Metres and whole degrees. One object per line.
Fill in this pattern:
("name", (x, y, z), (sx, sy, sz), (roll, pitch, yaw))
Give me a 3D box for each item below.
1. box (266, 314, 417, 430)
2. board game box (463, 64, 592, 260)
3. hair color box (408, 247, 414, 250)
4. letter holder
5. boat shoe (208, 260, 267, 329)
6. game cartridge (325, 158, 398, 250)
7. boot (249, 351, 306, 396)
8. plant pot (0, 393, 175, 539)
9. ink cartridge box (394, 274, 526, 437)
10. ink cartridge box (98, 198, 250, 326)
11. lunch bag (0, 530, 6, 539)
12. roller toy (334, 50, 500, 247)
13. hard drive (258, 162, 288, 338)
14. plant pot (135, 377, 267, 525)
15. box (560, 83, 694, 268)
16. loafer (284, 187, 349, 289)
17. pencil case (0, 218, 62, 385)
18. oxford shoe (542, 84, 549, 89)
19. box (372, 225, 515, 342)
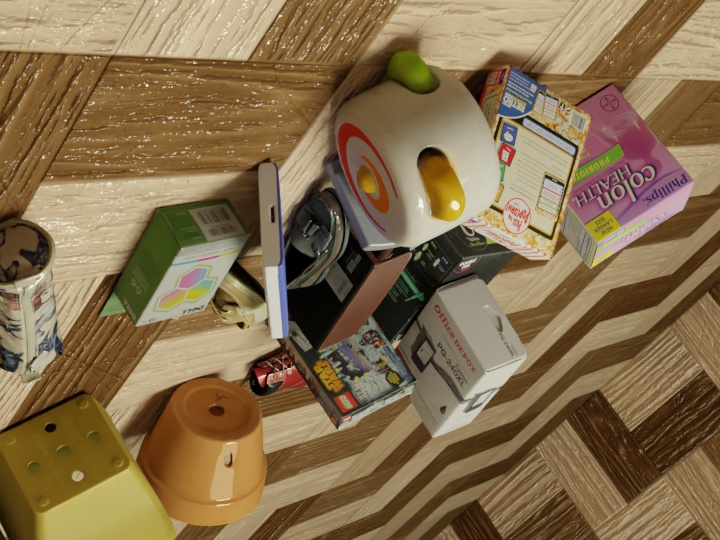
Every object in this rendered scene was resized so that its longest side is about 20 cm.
("box", (-0.028, 0.118, 1.707), (0.136, 0.201, 0.040), (-23, 153, -29))
("board game box", (0.202, -0.134, 1.483), (0.151, 0.202, 0.046), (25, 167, -29))
("hair color box", (0.123, -0.124, 1.549), (0.199, 0.099, 0.061), (-33, 174, -7))
("letter holder", (0.000, 0.000, 1.642), (0.141, 0.101, 0.200), (-19, 154, -41))
("boat shoe", (-0.160, 0.037, 1.510), (0.066, 0.074, 0.200), (-40, 159, -1))
("game cartridge", (0.065, -0.106, 1.465), (0.199, 0.134, 0.041), (-24, -176, -25))
("boot", (-0.088, 0.130, 1.832), (0.143, 0.073, 0.200), (-9, 151, -46))
("plant pot", (-0.383, 0.286, 1.564), (0.199, 0.200, 0.177), (-26, 146, -22))
("ink cartridge box", (0.137, 0.126, 1.707), (0.083, 0.146, 0.201), (-16, 153, -32))
("ink cartridge box", (-0.219, 0.008, 1.375), (0.103, 0.060, 0.200), (-13, 150, -45))
("lunch bag", (-0.550, 0.370, 1.500), (0.117, 0.165, 0.200), (-41, 158, 12))
("roller toy", (0.059, -0.125, 1.335), (0.139, 0.201, 0.183), (-27, 164, -17))
("hard drive", (-0.103, -0.019, 1.403), (0.025, 0.133, 0.200), (-3, 154, -3))
("plant pot", (-0.227, 0.257, 1.745), (0.199, 0.200, 0.141), (-17, 137, -40))
("box", (0.358, -0.141, 1.744), (0.175, 0.201, 0.097), (-31, 159, -9))
("loafer", (-0.066, -0.030, 1.513), (0.063, 0.072, 0.200), (-26, 160, -27))
("pencil case", (-0.345, 0.032, 1.195), (0.077, 0.090, 0.201), (-24, 156, -24))
("oxford shoe", (0.239, -0.187, 1.650), (0.071, 0.071, 0.200), (-35, 159, -15))
("box", (0.110, -0.009, 1.753), (0.148, 0.125, 0.200), (-10, 147, -47))
